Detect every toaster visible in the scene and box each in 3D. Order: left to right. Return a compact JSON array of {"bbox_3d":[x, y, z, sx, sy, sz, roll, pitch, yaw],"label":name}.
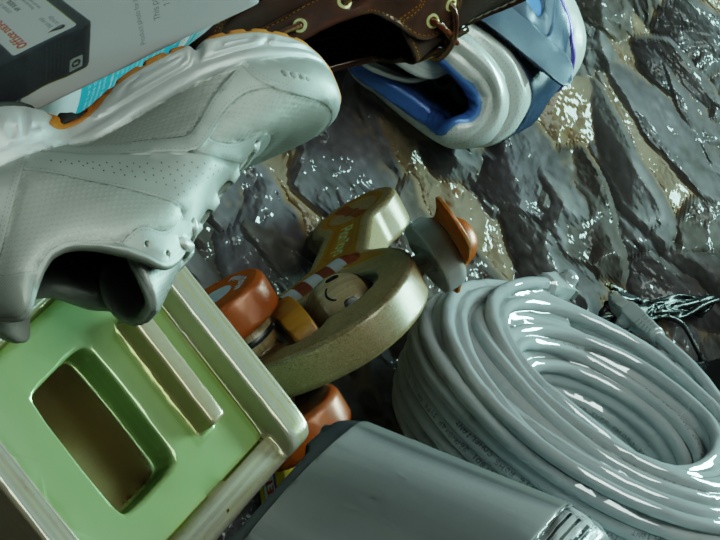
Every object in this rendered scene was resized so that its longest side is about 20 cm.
[{"bbox_3d":[0.015,0.144,1.181,0.129,0.114,0.200,18,34,20],"label":"toaster"}]

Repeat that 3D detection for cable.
[{"bbox_3d":[0.104,0.079,1.375,0.199,0.069,0.200,5,33,-50],"label":"cable"}]

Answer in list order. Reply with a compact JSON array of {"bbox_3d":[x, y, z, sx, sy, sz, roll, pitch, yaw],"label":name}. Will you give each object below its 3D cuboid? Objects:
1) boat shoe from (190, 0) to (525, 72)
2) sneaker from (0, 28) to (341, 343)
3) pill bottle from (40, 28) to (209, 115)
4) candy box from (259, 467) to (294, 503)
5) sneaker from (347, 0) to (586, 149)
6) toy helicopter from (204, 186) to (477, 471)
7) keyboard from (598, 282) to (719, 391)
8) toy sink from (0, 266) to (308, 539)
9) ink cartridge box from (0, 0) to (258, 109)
[{"bbox_3d":[0.015,-0.126,1.414,0.199,0.071,0.071,-16,58,-4],"label":"boat shoe"},{"bbox_3d":[-0.082,-0.025,1.145,0.199,0.076,0.092,-21,68,-32],"label":"sneaker"},{"bbox_3d":[-0.144,-0.113,1.271,0.111,0.111,0.200,53,40,-6],"label":"pill bottle"},{"bbox_3d":[0.039,0.146,1.362,0.199,0.026,0.103,14,56,-40],"label":"candy box"},{"bbox_3d":[0.032,-0.157,1.500,0.201,0.080,0.146,61,36,-5],"label":"sneaker"},{"bbox_3d":[0.000,0.000,1.335,0.079,0.132,0.200,57,16,-14],"label":"toy helicopter"},{"bbox_3d":[0.182,0.063,1.557,0.199,0.021,0.128,-3,64,-51],"label":"keyboard"},{"bbox_3d":[-0.111,0.059,1.196,0.131,0.112,0.200,53,40,-7],"label":"toy sink"},{"bbox_3d":[-0.161,-0.131,1.145,0.199,0.084,0.145,-27,55,-15],"label":"ink cartridge box"}]
